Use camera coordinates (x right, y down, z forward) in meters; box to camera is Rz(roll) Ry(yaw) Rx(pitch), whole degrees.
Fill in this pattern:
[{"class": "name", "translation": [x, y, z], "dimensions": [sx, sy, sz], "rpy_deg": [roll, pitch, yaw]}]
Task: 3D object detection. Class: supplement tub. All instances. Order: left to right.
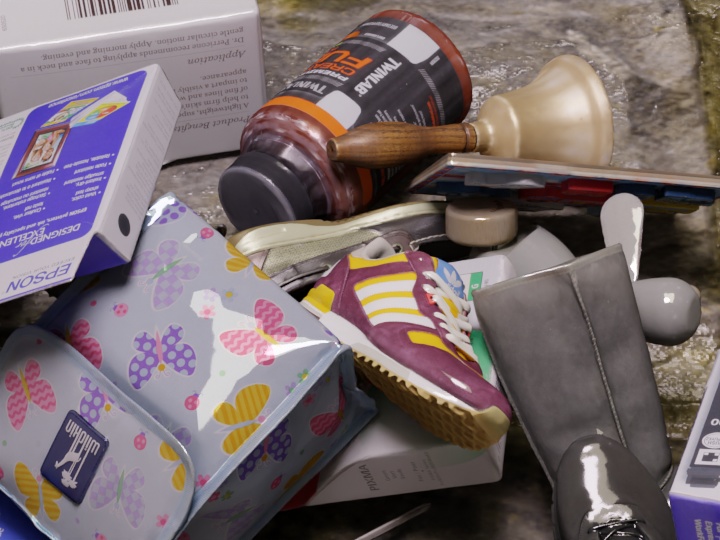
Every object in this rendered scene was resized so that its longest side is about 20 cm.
[{"class": "supplement tub", "translation": [-0.014, -0.097, 1.610], "dimensions": [0.107, 0.107, 0.200], "rpy_deg": [25, 49, 26]}]

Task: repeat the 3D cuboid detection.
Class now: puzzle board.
[{"class": "puzzle board", "translation": [0.141, -0.053, 1.532], "dimensions": [0.199, 0.151, 0.017], "rpy_deg": [5, 83, -9]}]

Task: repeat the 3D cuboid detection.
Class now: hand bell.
[{"class": "hand bell", "translation": [0.067, -0.091, 1.569], "dimensions": [0.199, 0.104, 0.104], "rpy_deg": [-8, 41, -29]}]

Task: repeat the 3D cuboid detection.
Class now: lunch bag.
[{"class": "lunch bag", "translation": [-0.119, 0.084, 1.337], "dimensions": [0.200, 0.127, 0.170], "rpy_deg": [-44, 64, -10]}]

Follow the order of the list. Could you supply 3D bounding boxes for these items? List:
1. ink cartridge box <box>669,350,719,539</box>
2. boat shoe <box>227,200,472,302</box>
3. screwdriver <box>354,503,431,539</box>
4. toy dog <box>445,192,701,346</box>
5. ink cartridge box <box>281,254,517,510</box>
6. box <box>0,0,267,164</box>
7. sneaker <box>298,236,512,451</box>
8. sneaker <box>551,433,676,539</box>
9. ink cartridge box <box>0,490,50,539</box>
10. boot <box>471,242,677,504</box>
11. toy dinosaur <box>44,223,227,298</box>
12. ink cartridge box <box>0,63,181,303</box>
[{"class": "ink cartridge box", "translation": [0.209, 0.176, 1.213], "dimensions": [0.043, 0.199, 0.200], "rpy_deg": [-4, 28, 22]}, {"class": "boat shoe", "translation": [0.000, 0.000, 1.540], "dimensions": [0.200, 0.072, 0.066], "rpy_deg": [-8, 65, -22]}, {"class": "screwdriver", "translation": [-0.042, 0.182, 1.367], "dimensions": [0.200, 0.028, 0.029], "rpy_deg": [-30, 78, -24]}, {"class": "toy dog", "translation": [0.148, 0.007, 1.485], "dimensions": [0.200, 0.132, 0.096], "rpy_deg": [35, 41, 29]}, {"class": "ink cartridge box", "translation": [-0.001, 0.073, 1.424], "dimensions": [0.199, 0.050, 0.161], "rpy_deg": [-8, 43, 18]}, {"class": "box", "translation": [-0.182, -0.186, 1.692], "dimensions": [0.198, 0.131, 0.200], "rpy_deg": [-9, 43, -8]}, {"class": "sneaker", "translation": [0.037, 0.034, 1.348], "dimensions": [0.090, 0.075, 0.200], "rpy_deg": [-47, 40, -10]}, {"class": "sneaker", "translation": [0.159, 0.184, 1.270], "dimensions": [0.076, 0.091, 0.201], "rpy_deg": [-16, 70, -2]}, {"class": "ink cartridge box", "translation": [-0.183, 0.144, 1.402], "dimensions": [0.094, 0.044, 0.200], "rpy_deg": [9, 45, 13]}, {"class": "boot", "translation": [0.175, 0.083, 1.366], "dimensions": [0.181, 0.073, 0.201], "rpy_deg": [-12, 79, -12]}, {"class": "toy dinosaur", "translation": [-0.157, 0.001, 1.492], "dimensions": [0.102, 0.200, 0.077], "rpy_deg": [46, 63, -9]}, {"class": "ink cartridge box", "translation": [-0.217, -0.025, 1.369], "dimensions": [0.198, 0.043, 0.200], "rpy_deg": [-16, 36, 27]}]
